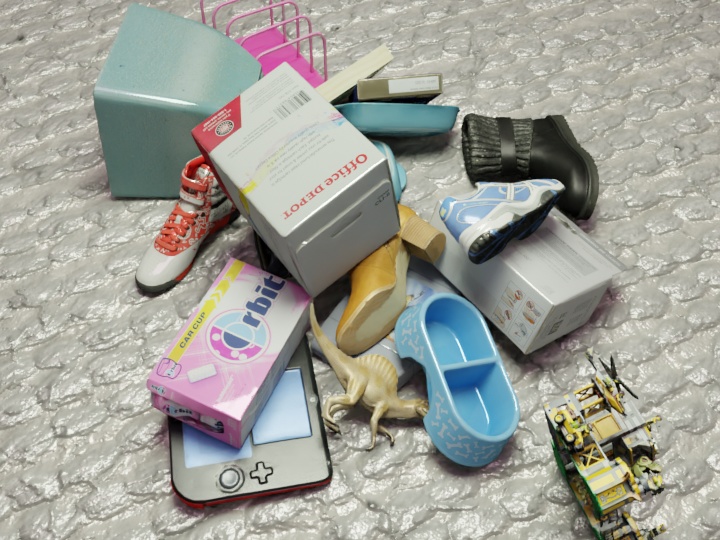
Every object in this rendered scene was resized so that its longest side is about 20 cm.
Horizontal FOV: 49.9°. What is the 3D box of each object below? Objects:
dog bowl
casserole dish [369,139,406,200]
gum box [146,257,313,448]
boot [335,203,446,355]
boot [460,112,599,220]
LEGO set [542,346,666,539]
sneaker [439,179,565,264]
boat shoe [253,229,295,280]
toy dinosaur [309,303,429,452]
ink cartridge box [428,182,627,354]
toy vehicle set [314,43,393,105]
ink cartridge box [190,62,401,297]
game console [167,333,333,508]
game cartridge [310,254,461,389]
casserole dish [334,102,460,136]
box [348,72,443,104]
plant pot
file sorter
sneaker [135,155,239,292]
[{"bbox_3d":[0.113,0.116,0.875,0.110,0.050,0.203,-4,62,-30],"label":"dog bowl"},{"bbox_3d":[-0.031,-0.138,1.105,0.196,0.039,0.123,-6,52,-4],"label":"casserole dish"},{"bbox_3d":[-0.145,0.093,0.884,0.112,0.067,0.201,21,51,9],"label":"gum box"},{"bbox_3d":[0.000,-0.001,0.958,0.143,0.071,0.202,27,69,39],"label":"boot"},{"bbox_3d":[0.231,-0.146,1.091,0.155,0.080,0.213,-2,41,-10],"label":"boot"},{"bbox_3d":[0.265,0.186,0.770,0.114,0.201,0.155,-25,40,2],"label":"LEGO set"},{"bbox_3d":[0.170,-0.078,0.902,0.077,0.076,0.199,45,41,21],"label":"sneaker"},{"bbox_3d":[-0.123,-0.080,1.030,0.061,0.075,0.203,8,60,-41],"label":"boat shoe"},{"bbox_3d":[-0.005,0.134,0.874,0.199,0.058,0.102,38,72,-7],"label":"toy dinosaur"},{"bbox_3d":[0.205,-0.013,0.975,0.174,0.085,0.200,-17,51,-40],"label":"ink cartridge box"},{"bbox_3d":[-0.052,-0.259,1.158,0.199,0.124,0.027,-40,98,-25],"label":"toy vehicle set"},{"bbox_3d":[-0.070,-0.104,0.901,0.145,0.145,0.200,-37,60,-10],"label":"ink cartridge box"},{"bbox_3d":[-0.132,0.163,0.887,0.174,0.031,0.202,-9,53,-7],"label":"game console"},{"bbox_3d":[0.045,0.054,0.969,0.132,0.042,0.201,23,56,22],"label":"game cartridge"},{"bbox_3d":[0.051,-0.219,1.131,0.196,0.121,0.040,-1,95,-17],"label":"casserole dish"},{"bbox_3d":[0.047,-0.260,1.151,0.119,0.033,0.200,-6,7,-4],"label":"box"},{"bbox_3d":[-0.241,-0.224,1.094,0.196,0.197,0.199,8,52,-3],"label":"plant pot"},{"bbox_3d":[-0.154,-0.360,1.229,0.138,0.126,0.201,-26,56,-20],"label":"file sorter"},{"bbox_3d":[-0.232,-0.072,1.018,0.067,0.109,0.202,27,57,20],"label":"sneaker"}]
